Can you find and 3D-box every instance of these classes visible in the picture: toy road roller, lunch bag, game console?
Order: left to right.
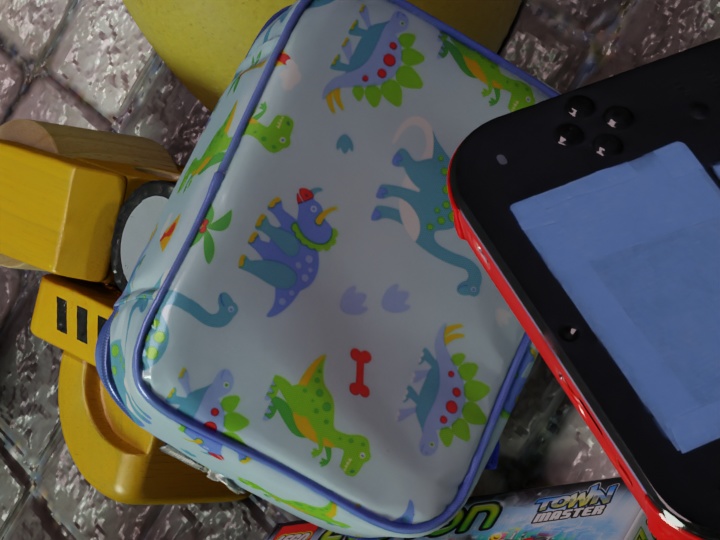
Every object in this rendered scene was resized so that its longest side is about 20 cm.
[{"bbox_3d":[-0.100,0.021,0.972,0.200,0.123,0.146,21,100,42],"label":"toy road roller"},{"bbox_3d":[0.000,0.000,0.851,0.200,0.160,0.082,-66,14,-14],"label":"lunch bag"},{"bbox_3d":[0.143,0.000,0.759,0.176,0.031,0.200,-23,57,-13],"label":"game console"}]

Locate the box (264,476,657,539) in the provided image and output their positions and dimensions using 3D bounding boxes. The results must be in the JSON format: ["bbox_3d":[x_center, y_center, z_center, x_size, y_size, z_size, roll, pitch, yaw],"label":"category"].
[{"bbox_3d":[0.024,0.135,0.839,0.200,0.035,0.110,-13,24,36],"label":"box"}]

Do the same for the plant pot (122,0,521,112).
[{"bbox_3d":[-0.041,-0.161,0.969,0.200,0.142,0.201,-15,66,37],"label":"plant pot"}]
